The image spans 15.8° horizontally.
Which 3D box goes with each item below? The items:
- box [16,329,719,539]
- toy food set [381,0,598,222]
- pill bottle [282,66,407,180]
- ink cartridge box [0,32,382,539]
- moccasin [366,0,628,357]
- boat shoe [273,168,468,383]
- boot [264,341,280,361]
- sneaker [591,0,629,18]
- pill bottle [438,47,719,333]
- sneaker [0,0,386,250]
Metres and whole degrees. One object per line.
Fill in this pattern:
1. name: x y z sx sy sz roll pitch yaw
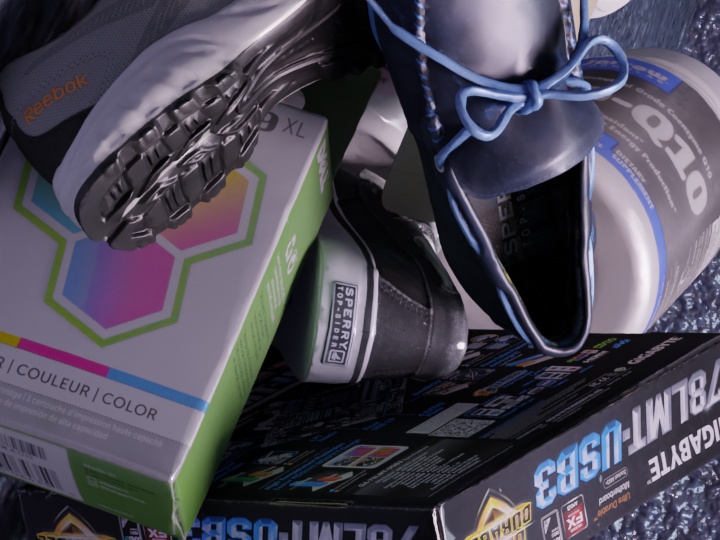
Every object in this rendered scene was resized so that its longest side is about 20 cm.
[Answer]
1. box: 0.010 0.071 0.973 0.200 0.198 0.050 -25 108 -49
2. toy food set: 0.066 -0.125 0.992 0.200 0.060 0.144 -59 174 -48
3. pill bottle: 0.007 -0.148 1.083 0.112 0.112 0.200 69 41 -73
4. ink cartridge box: -0.073 -0.018 0.912 0.059 0.104 0.200 87 24 -64
5. moccasin: 0.057 -0.053 0.876 0.080 0.068 0.200 -28 135 -7
6. boat shoe: 0.001 -0.003 1.013 0.199 0.068 0.074 -135 -127 -75
7. boot: -0.061 0.094 1.159 0.151 0.073 0.200 -51 156 -16
8. sneaker: 0.071 -0.186 1.206 0.078 0.200 0.099 -16 151 -21
9. pill bottle: 0.101 -0.031 1.137 0.200 0.114 0.114 -38 145 -61
10. sneaker: -0.037 -0.095 0.880 0.200 0.079 0.074 -37 151 -20
